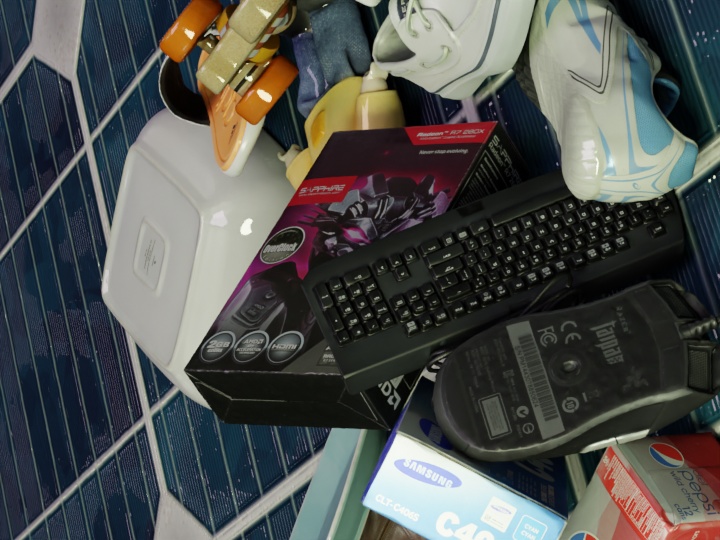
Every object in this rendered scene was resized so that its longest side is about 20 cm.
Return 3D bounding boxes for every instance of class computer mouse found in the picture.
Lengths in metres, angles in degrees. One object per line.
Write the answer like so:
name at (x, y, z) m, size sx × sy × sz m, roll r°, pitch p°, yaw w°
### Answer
computer mouse at (0.144, 0.069, 1.010) m, size 0.046 × 0.200 × 0.141 m, roll 63°, pitch -176°, yaw -61°

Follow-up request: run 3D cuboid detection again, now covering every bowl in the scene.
bowl at (-0.119, -0.012, 1.494) m, size 0.200 × 0.074 × 0.200 m, roll 42°, pitch 125°, yaw 49°

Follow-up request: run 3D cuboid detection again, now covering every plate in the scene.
plate at (-0.018, 0.159, 1.315) m, size 0.200 × 0.026 × 0.201 m, roll -160°, pitch 90°, yaw -85°

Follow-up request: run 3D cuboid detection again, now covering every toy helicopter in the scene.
toy helicopter at (-0.050, -0.160, 1.229) m, size 0.132 × 0.079 × 0.200 m, roll -50°, pitch 5°, yaw 1°

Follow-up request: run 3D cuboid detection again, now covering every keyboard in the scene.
keyboard at (0.075, 0.000, 1.075) m, size 0.040 × 0.200 × 0.104 m, roll 78°, pitch 168°, yaw -61°

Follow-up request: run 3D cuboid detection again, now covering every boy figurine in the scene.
boy figurine at (-0.016, -0.082, 1.336) m, size 0.124 × 0.064 × 0.201 m, roll -31°, pitch 62°, yaw 52°

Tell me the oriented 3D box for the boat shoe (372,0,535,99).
boat shoe at (0.049, -0.140, 1.159) m, size 0.200 × 0.067 × 0.074 m, roll 122°, pitch 155°, yaw -71°

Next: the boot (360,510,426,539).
boot at (0.038, 0.198, 1.253) m, size 0.200 × 0.064 × 0.187 m, roll -62°, pitch 29°, yaw 33°

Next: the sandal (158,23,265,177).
sandal at (-0.104, -0.133, 1.425) m, size 0.079 × 0.059 × 0.207 m, roll -63°, pitch 19°, yaw 20°

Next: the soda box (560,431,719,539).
soda box at (0.134, 0.178, 1.092) m, size 0.063 × 0.070 × 0.200 m, roll 58°, pitch 137°, yaw 40°

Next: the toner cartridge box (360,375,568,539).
toner cartridge box at (0.058, 0.107, 1.092) m, size 0.043 × 0.095 × 0.200 m, roll -64°, pitch -2°, yaw 6°

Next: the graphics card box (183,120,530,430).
graphics card box at (0.000, 0.000, 1.179) m, size 0.125 × 0.051 × 0.200 m, roll 0°, pitch 47°, yaw 38°

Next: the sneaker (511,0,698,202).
sneaker at (0.126, -0.109, 1.113) m, size 0.200 × 0.072 × 0.072 m, roll -103°, pitch 19°, yaw -44°

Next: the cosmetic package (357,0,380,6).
cosmetic package at (-0.003, -0.291, 1.152) m, size 0.165 × 0.165 × 0.200 m, roll 28°, pitch 125°, yaw 4°
